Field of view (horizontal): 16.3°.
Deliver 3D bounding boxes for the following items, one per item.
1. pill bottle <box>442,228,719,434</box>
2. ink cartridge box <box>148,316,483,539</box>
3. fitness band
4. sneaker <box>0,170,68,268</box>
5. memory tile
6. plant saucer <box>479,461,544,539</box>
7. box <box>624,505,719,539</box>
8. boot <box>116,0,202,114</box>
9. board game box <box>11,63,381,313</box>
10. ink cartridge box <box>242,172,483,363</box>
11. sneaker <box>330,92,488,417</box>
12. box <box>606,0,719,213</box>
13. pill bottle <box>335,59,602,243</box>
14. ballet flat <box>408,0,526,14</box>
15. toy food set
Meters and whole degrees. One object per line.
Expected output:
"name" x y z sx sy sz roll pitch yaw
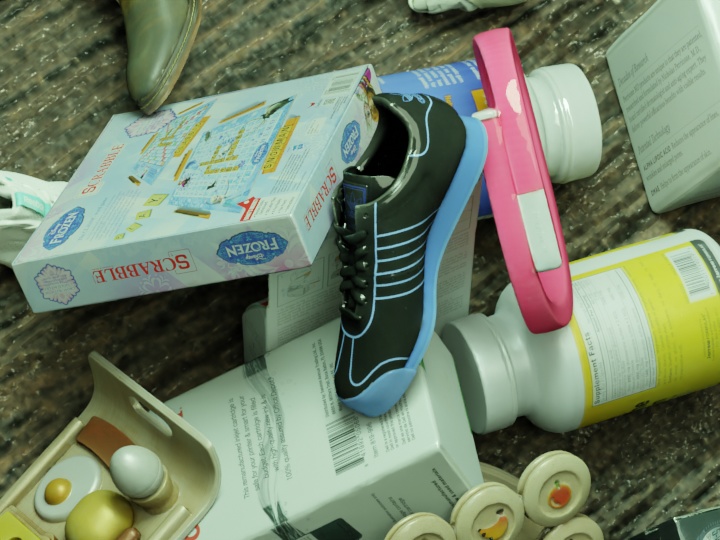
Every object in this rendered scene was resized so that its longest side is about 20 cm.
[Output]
"pill bottle" 0.162 0.048 1.750 0.198 0.112 0.113 -16 80 -15
"ink cartridge box" -0.031 0.123 1.631 0.199 0.083 0.147 -25 44 13
"fitness band" 0.105 -0.058 1.645 0.037 0.144 0.202 -12 96 7
"sneaker" -0.221 -0.034 1.697 0.198 0.088 0.076 7 74 -16
"memory tile" 0.070 0.209 1.587 0.199 0.017 0.154 -24 120 -17
"plant saucer" 0.063 0.221 1.652 0.198 0.029 0.202 3 76 -13
"box" 0.230 0.269 1.684 0.043 0.160 0.202 -12 78 -15
"boot" -0.164 -0.204 1.735 0.096 0.075 0.201 26 49 -29
"board game box" -0.100 -0.055 1.625 0.200 0.198 0.041 -64 139 -54
"ink cartridge box" 0.000 0.000 1.681 0.162 0.201 0.057 -23 54 -17
"sneaker" 0.011 -0.013 1.556 0.077 0.070 0.202 18 89 -34
"box" 0.307 -0.144 1.785 0.197 0.200 0.132 -13 81 -15
"pill bottle" 0.064 -0.089 1.762 0.198 0.112 0.113 -12 79 -14
"ballet flat" 0.033 -0.224 1.822 0.199 0.069 0.070 26 72 -3
"toy food set" -0.197 0.158 1.602 0.200 0.061 0.143 -47 46 -12
